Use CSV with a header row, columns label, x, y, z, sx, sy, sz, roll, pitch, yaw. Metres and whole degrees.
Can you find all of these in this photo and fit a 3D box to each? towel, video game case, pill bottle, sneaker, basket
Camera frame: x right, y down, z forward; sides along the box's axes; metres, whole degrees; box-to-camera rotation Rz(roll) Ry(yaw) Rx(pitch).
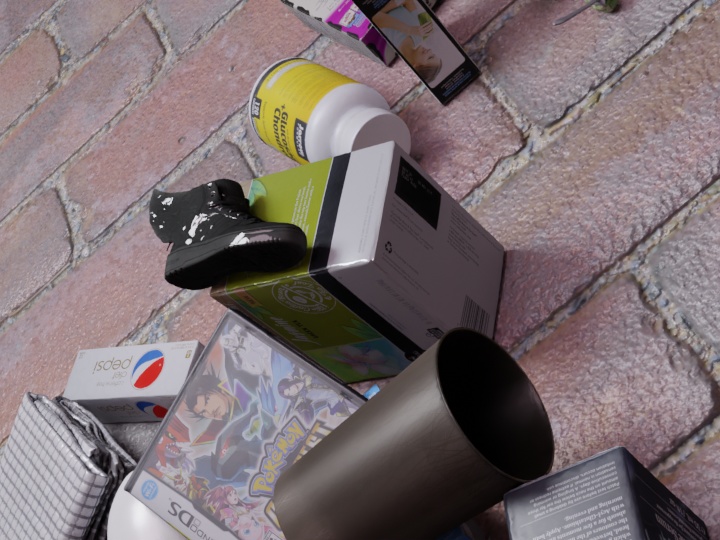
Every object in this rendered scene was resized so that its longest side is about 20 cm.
label,x,y,z,sx,sy,sz,roll,pitch,yaw
towel,-0.320,0.242,1.476,0.200,0.085,0.166,31,101,50
video game case,-0.100,0.165,1.253,0.180,0.025,0.201,32,95,24
pill bottle,-0.033,-0.164,1.540,0.112,0.112,0.200,-53,40,-5
sneaker,-0.125,-0.045,1.265,0.199,0.060,0.105,-15,56,39
basket,0.037,0.160,1.118,0.200,0.136,0.180,-38,-1,24

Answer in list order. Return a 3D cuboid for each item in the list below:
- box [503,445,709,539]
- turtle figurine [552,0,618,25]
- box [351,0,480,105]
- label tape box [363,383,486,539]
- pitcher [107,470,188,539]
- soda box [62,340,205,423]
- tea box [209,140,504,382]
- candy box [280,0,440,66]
label,x,y,z,sx,sy,sz,roll,pitch,yaw
box,0.195,0.257,0.993,0.107,0.148,0.201,-27,46,24
turtle figurine,0.243,-0.350,1.422,0.193,0.200,0.144,-34,77,11
box,0.039,-0.285,1.503,0.060,0.200,0.117,-40,40,8
label tape box,0.017,0.223,1.239,0.144,0.063,0.200,-42,42,10
pitcher,-0.155,0.283,1.320,0.171,0.121,0.201,-18,58,7
soda box,-0.241,0.127,1.539,0.199,0.064,0.068,-7,56,39
tea box,0.000,0.000,1.320,0.196,0.200,0.134,-12,54,37
candy box,0.006,-0.343,1.681,0.137,0.061,0.200,-51,41,-2
